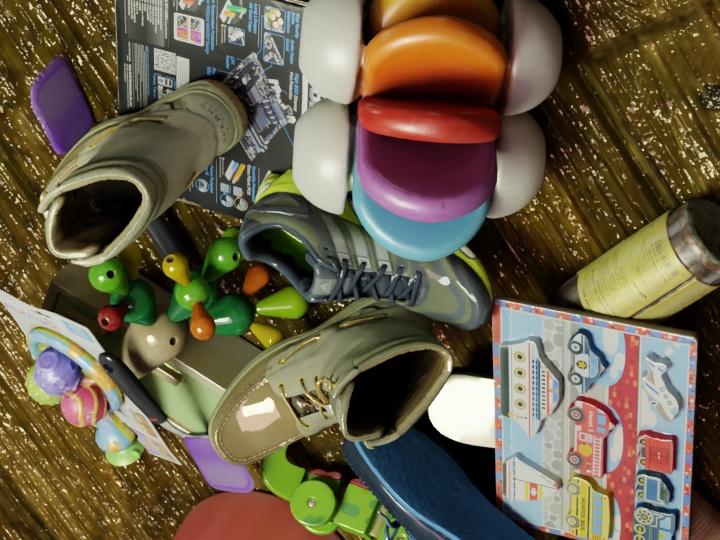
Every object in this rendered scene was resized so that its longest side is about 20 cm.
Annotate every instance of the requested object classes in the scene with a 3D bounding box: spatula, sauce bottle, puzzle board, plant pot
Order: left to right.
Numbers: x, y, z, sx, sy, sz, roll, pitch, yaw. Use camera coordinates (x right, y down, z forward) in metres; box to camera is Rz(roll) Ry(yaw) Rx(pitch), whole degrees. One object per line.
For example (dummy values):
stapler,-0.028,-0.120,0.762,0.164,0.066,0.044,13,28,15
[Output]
spatula,-0.194,-0.075,1.510,0.021,0.057,0.200,-22,111,41
spatula,-0.148,0.121,1.520,0.056,0.021,0.200,3,149,37
plant pot,-0.112,0.318,1.640,0.200,0.177,0.201,14,125,20
puzzle board,0.166,0.119,1.382,0.150,0.017,0.200,10,123,22
sauce bottle,0.182,0.019,1.363,0.065,0.065,0.200,49,129,-8

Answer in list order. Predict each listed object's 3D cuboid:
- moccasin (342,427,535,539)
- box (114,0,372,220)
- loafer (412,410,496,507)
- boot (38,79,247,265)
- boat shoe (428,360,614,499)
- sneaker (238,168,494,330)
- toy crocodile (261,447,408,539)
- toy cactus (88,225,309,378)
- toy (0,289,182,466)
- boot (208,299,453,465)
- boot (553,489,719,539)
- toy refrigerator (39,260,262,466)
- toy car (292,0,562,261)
moccasin,0.057,0.196,1.444,0.200,0.080,0.068,45,135,8
box,-0.084,-0.130,1.415,0.198,0.050,0.200,15,127,16
loafer,0.061,0.169,1.528,0.072,0.073,0.200,-21,100,45
boot,-0.188,-0.053,1.378,0.200,0.155,0.072,-27,106,36
boat shoe,0.153,0.118,1.447,0.201,0.063,0.074,17,105,17
sneaker,0.000,0.000,1.375,0.200,0.081,0.074,22,131,15
toy crocodile,0.006,0.201,1.581,0.200,0.062,0.068,22,169,13
toy cactus,-0.131,0.035,1.470,0.165,0.200,0.102,-44,62,38
toy,-0.231,0.100,1.549,0.115,0.047,0.200,20,155,33
boot,-0.025,0.095,1.413,0.200,0.155,0.072,-34,107,3
boot,0.224,0.262,1.490,0.200,0.077,0.155,-36,104,20
toy refrigerator,-0.167,0.071,1.577,0.200,0.070,0.076,33,130,6
toy car,0.045,-0.095,1.280,0.175,0.150,0.200,2,125,-5
